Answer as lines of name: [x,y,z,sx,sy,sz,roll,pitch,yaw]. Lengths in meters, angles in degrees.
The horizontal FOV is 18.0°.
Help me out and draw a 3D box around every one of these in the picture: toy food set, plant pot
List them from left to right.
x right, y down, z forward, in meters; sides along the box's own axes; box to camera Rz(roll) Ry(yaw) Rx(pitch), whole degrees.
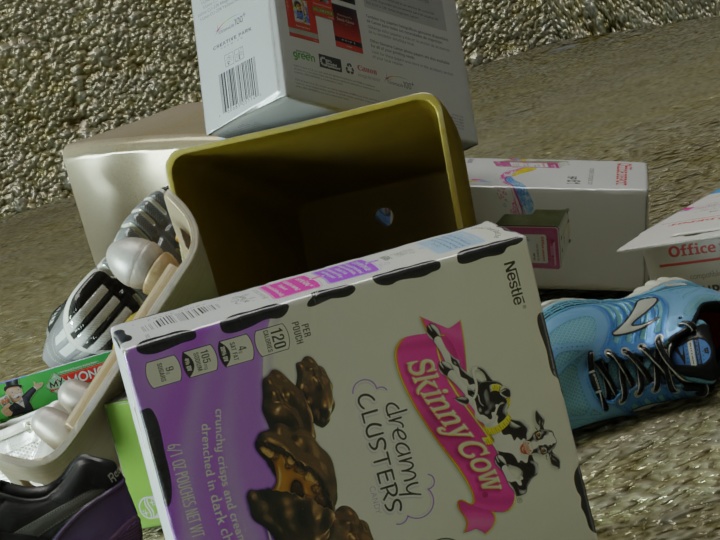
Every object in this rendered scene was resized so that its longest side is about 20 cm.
toy food set: [-0.161,0.055,1.448,0.200,0.060,0.144,-57,-10,-14]
plant pot: [-0.111,-0.051,1.995,0.177,0.200,0.200,-11,9,33]
plant pot: [0.000,0.000,1.604,0.200,0.201,0.176,-12,-5,15]

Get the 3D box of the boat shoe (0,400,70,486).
boat shoe: [-0.284,0.128,1.600,0.200,0.069,0.071,-12,11,18]

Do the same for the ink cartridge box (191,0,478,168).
ink cartridge box: [-0.021,-0.174,1.631,0.084,0.176,0.200,-22,-23,40]

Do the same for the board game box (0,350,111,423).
board game box: [-0.225,0.091,1.747,0.134,0.029,0.200,-16,-3,-15]

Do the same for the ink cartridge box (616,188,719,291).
ink cartridge box: [0.276,-0.015,1.596,0.115,0.068,0.200,-9,10,35]

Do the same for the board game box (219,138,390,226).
board game box: [-0.025,-0.108,1.906,0.199,0.200,0.041,7,-21,-32]

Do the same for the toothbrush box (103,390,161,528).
toothbrush box: [-0.034,0.086,1.408,0.200,0.086,0.146,-9,10,22]

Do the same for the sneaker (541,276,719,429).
sneaker: [0.167,0.047,1.357,0.200,0.079,0.090,-22,14,-38]

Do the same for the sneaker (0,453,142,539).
sneaker: [-0.222,0.156,1.258,0.200,0.088,0.076,-16,9,-10]

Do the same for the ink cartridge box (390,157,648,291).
ink cartridge box: [0.129,-0.039,1.784,0.199,0.085,0.145,3,12,6]

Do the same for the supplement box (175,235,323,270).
supplement box: [-0.041,-0.080,1.793,0.200,0.126,0.074,-60,1,-33]

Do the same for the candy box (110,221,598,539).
candy box: [-0.002,0.084,1.093,0.200,0.168,0.072,-16,9,-10]

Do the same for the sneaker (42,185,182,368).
sneaker: [-0.189,0.009,1.801,0.200,0.075,0.115,-45,6,-41]
